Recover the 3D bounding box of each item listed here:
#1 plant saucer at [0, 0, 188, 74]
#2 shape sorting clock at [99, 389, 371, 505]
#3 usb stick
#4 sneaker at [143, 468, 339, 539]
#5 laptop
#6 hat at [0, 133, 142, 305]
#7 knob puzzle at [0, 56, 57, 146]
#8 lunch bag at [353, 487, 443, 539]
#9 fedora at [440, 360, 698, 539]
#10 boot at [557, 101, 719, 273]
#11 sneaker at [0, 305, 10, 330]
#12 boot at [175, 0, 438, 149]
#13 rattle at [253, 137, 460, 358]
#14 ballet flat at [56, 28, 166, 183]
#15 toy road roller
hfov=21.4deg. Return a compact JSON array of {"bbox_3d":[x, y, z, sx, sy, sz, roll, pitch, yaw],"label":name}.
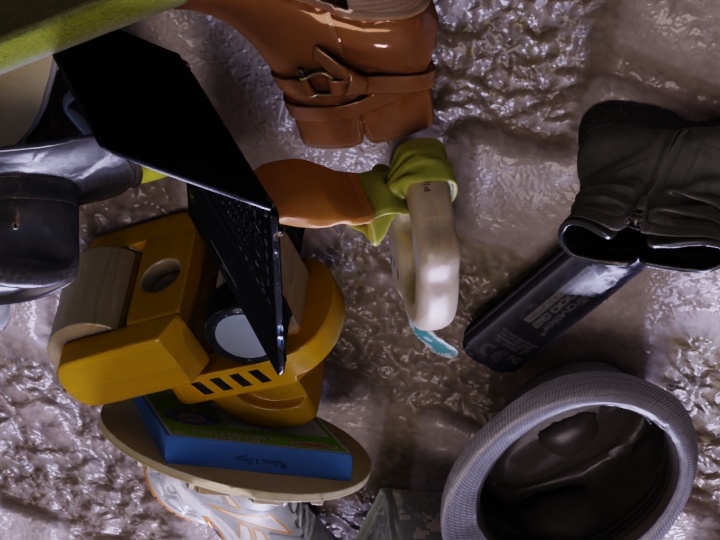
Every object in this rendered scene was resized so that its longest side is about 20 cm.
[{"bbox_3d":[-0.162,-0.198,1.103,0.199,0.201,0.048,-17,139,23],"label":"plant saucer"},{"bbox_3d":[-0.090,0.125,1.377,0.199,0.200,0.039,12,100,-1],"label":"shape sorting clock"},{"bbox_3d":[0.149,0.007,1.333,0.055,0.033,0.200,28,130,-24],"label":"usb stick"},{"bbox_3d":[-0.072,0.183,1.501,0.200,0.076,0.092,38,123,-23],"label":"sneaker"},{"bbox_3d":[-0.124,-0.052,1.159,0.103,0.177,0.201,-15,132,-16],"label":"laptop"},{"bbox_3d":[-0.234,-0.021,1.223,0.200,0.081,0.201,-11,166,-3],"label":"hat"},{"bbox_3d":[-0.269,-0.154,1.228,0.219,0.030,0.221,8,112,21],"label":"knob puzzle"},{"bbox_3d":[0.062,0.272,1.500,0.163,0.118,0.200,6,135,-23],"label":"lunch bag"},{"bbox_3d":[0.148,0.141,1.401,0.177,0.090,0.200,33,110,-22],"label":"fedora"},{"bbox_3d":[0.227,-0.044,1.206,0.199,0.131,0.068,1,132,9],"label":"boot"},{"bbox_3d":[-0.265,-0.034,1.345,0.086,0.075,0.201,-4,131,6],"label":"sneaker"},{"bbox_3d":[-0.049,-0.144,1.210,0.199,0.074,0.155,1,135,13],"label":"boot"},{"bbox_3d":[0.000,0.000,1.274,0.142,0.131,0.200,-22,164,-14],"label":"rattle"},{"bbox_3d":[-0.171,-0.134,1.237,0.067,0.067,0.200,-24,128,2],"label":"ballet flat"},{"bbox_3d":[-0.106,0.046,1.352,0.199,0.123,0.146,-12,132,19],"label":"toy road roller"}]
